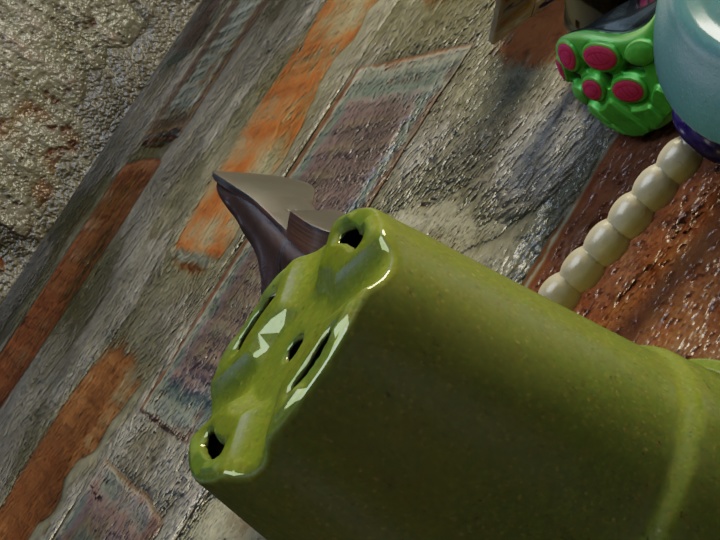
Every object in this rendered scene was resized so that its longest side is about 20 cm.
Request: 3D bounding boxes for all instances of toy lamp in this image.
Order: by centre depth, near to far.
[{"bbox_3d":[0.118,-0.004,0.813,0.200,0.058,0.058,-48,19,15],"label":"toy lamp"}]

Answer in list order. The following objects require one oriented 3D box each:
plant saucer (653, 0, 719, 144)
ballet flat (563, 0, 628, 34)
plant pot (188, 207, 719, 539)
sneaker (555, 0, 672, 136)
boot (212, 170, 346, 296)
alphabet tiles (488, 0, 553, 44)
[{"bbox_3d":[0.214,-0.145,0.717,0.200,0.036,0.200,-25,46,29],"label":"plant saucer"},{"bbox_3d":[0.161,-0.182,0.952,0.200,0.065,0.071,130,148,-53],"label":"ballet flat"},{"bbox_3d":[0.038,0.077,0.656,0.200,0.184,0.200,-48,19,22],"label":"plant pot"},{"bbox_3d":[0.182,-0.134,0.881,0.084,0.077,0.200,-39,8,-28],"label":"sneaker"},{"bbox_3d":[-0.065,0.044,1.054,0.186,0.064,0.200,38,122,58],"label":"boot"},{"bbox_3d":[0.151,-0.210,0.973,0.167,0.008,0.200,-36,-4,-1],"label":"alphabet tiles"}]
